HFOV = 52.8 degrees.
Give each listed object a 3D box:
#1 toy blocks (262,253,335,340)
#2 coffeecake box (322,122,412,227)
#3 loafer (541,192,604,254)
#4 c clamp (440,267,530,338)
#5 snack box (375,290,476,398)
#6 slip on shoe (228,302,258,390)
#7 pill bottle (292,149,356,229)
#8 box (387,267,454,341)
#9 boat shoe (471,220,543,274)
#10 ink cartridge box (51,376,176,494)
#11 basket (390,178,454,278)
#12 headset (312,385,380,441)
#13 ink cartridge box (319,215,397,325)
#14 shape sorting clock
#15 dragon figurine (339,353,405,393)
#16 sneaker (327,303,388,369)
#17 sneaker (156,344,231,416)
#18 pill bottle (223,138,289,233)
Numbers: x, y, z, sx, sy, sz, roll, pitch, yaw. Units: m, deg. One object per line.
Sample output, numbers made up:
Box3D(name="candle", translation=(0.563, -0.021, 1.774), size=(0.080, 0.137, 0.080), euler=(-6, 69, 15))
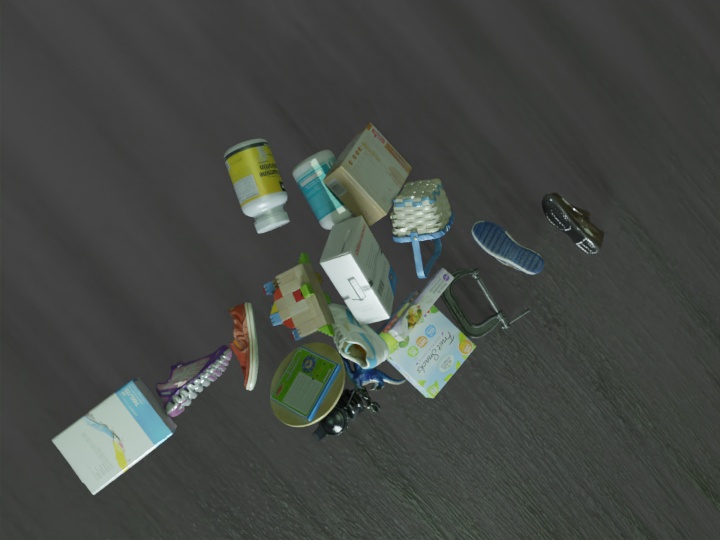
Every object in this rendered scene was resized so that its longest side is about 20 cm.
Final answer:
Box3D(name="toy blocks", translation=(-0.152, 0.080, 1.670), size=(0.136, 0.100, 0.201), euler=(-26, 82, 19))
Box3D(name="coffeecake box", translation=(0.020, -0.225, 1.694), size=(0.154, 0.073, 0.200), euler=(45, 43, -15))
Box3D(name="loafer", translation=(0.546, -0.130, 1.855), size=(0.200, 0.073, 0.071), euler=(45, 68, -8))
Box3D(name="c clamp", translation=(0.299, 0.075, 1.806), size=(0.171, 0.027, 0.200), euler=(-38, 93, -7))
Box3D(name="snack box", translation=(0.149, 0.177, 1.741), size=(0.200, 0.068, 0.169), euler=(43, 76, -5))
Box3D(name="slip on shoe", translation=(-0.268, 0.175, 1.664), size=(0.061, 0.074, 0.202), euler=(-7, 80, -5))
Box3D(name="pill bottle", translation=(-0.070, -0.175, 1.715), size=(0.110, 0.111, 0.201), euler=(-29, 90, -12))
Box3D(name="box", translation=(0.142, 0.080, 1.699), size=(0.039, 0.041, 0.200), euler=(42, 73, -4))
Box3D(name="boat shoe", translation=(0.355, -0.049, 1.801), size=(0.199, 0.072, 0.072), euler=(35, 80, 0))
Box3D(name="ink cartridge box", translation=(-0.523, 0.349, 1.557), size=(0.200, 0.147, 0.146), euler=(-37, 92, -13))
Box3D(name="basket", translation=(0.149, -0.104, 1.702), size=(0.138, 0.176, 0.201), euler=(-8, 111, 22))
Box3D(name="headset", translation=(-0.030, 0.326, 1.629), size=(0.094, 0.200, 0.123), euler=(45, 42, 9))
Box3D(name="ink cartridge box", translation=(0.000, 0.000, 1.649), size=(0.084, 0.146, 0.201), euler=(-17, 122, 24))
Box3D(name="shape sorting clock", translation=(-0.120, 0.257, 1.642), size=(0.199, 0.039, 0.201), euler=(-14, 57, 22))
Box3D(name="dragon figurine", translation=(0.015, 0.235, 1.714), size=(0.198, 0.059, 0.100), euler=(-6, 85, -12))
Box3D(name="sneaker", translation=(-0.029, 0.148, 1.674), size=(0.200, 0.081, 0.077), euler=(36, 123, 21))
Box3D(name="sneaker", translation=(-0.381, 0.232, 1.636), size=(0.200, 0.081, 0.088), euler=(-43, 75, -15))
Box3D(name="pill bottle", translation=(-0.236, -0.195, 1.686), size=(0.111, 0.112, 0.201), euler=(-20, 88, -12))
